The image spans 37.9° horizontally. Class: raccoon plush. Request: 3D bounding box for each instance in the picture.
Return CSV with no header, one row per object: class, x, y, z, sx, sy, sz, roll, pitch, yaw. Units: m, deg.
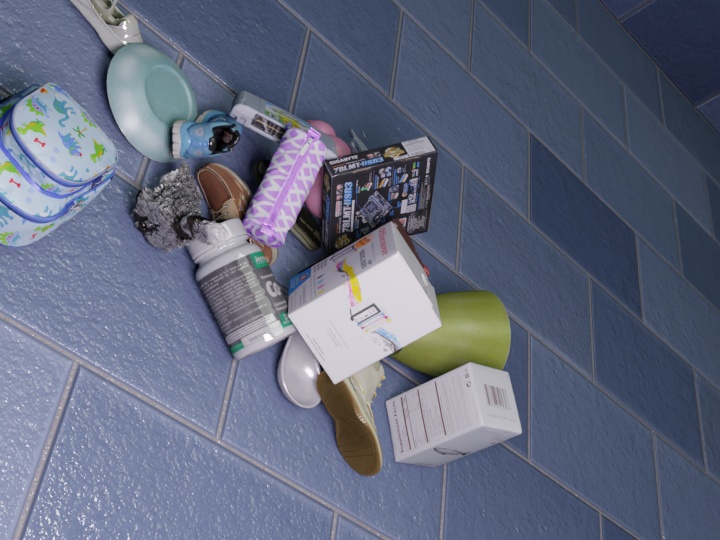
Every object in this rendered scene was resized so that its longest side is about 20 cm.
raccoon plush,-0.249,-0.090,1.600,0.199,0.097,0.134,24,45,23

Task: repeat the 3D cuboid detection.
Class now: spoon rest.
spoon rest,-0.110,0.127,1.706,0.099,0.060,0.201,2,64,-52

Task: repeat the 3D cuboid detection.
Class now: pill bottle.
pill bottle,-0.187,0.028,1.633,0.113,0.113,0.201,-22,85,-54

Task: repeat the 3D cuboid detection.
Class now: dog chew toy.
dog chew toy,-0.063,-0.192,1.937,0.124,0.124,0.201,8,53,-48

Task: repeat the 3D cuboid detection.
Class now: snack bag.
snack bag,0.038,-0.179,2.006,0.189,0.021,0.200,50,8,-23

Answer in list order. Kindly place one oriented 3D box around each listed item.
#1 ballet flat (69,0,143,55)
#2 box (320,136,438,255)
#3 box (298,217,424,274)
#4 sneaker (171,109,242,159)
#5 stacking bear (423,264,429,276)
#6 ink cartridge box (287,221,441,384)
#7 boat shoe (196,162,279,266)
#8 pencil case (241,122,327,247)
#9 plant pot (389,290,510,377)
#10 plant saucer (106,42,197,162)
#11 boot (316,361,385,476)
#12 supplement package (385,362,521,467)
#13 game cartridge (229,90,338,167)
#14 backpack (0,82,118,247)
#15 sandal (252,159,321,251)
ballet flat,-0.407,-0.413,1.707,0.200,0.069,0.070,50,37,-15
box,0.031,-0.128,1.835,0.198,0.201,0.050,-14,50,-15
box,0.000,0.000,1.806,0.100,0.200,0.075,61,33,1
sneaker,-0.235,-0.215,1.728,0.200,0.089,0.079,-46,141,-66
stacking bear,0.037,-0.061,1.982,0.114,0.121,0.201,31,35,-46
ink cartridge box,0.006,0.048,1.657,0.145,0.199,0.147,57,10,-21
boat shoe,-0.209,-0.086,1.721,0.200,0.076,0.072,56,38,-4
pencil case,-0.120,-0.136,1.692,0.084,0.085,0.201,29,72,-21
plant pot,0.142,0.121,1.945,0.199,0.187,0.188,7,60,-31
plant saucer,-0.324,-0.277,1.703,0.201,0.039,0.202,27,57,-50
boot,0.003,0.228,1.767,0.201,0.072,0.155,67,24,-12
supplement package,0.160,0.256,1.829,0.117,0.200,0.118,17,54,-44
game cartridge,-0.130,-0.245,1.809,0.199,0.041,0.133,27,13,-14
backpack,-0.444,-0.147,1.412,0.183,0.147,0.200,49,40,-12
sandal,-0.137,-0.105,1.843,0.201,0.057,0.080,57,29,-32
